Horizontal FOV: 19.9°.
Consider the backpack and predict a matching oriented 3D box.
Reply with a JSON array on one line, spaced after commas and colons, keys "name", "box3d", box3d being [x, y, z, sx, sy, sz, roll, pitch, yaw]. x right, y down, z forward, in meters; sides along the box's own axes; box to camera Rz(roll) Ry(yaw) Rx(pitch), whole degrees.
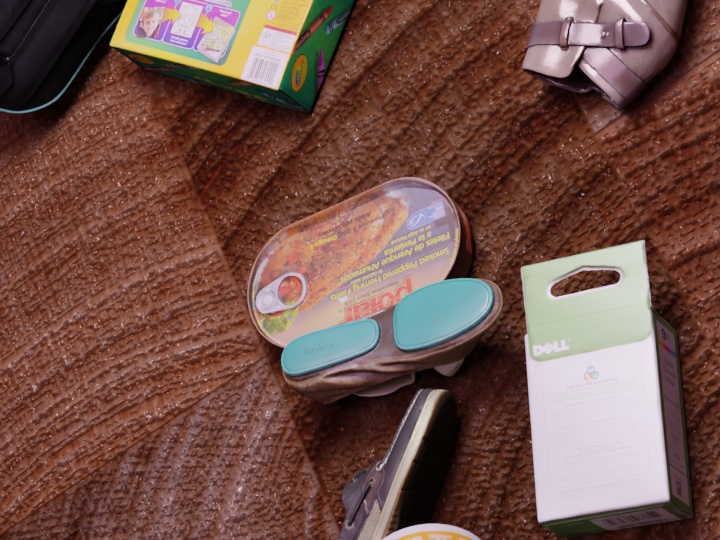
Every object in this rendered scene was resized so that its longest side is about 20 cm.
[{"name": "backpack", "box3d": [-0.317, -0.251, 1.859, 0.153, 0.175, 0.201, 26, 86, 50]}]

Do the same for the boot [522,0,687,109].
[{"name": "boot", "box3d": [0.170, -0.221, 1.637, 0.199, 0.070, 0.147, 29, 91, 34]}]

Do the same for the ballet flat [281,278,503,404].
[{"name": "ballet flat", "box3d": [0.034, 0.063, 1.611, 0.199, 0.072, 0.068, -21, 46, 22]}]

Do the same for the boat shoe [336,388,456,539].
[{"name": "boat shoe", "box3d": [0.015, 0.181, 1.581, 0.066, 0.072, 0.203, 17, 86, 27]}]

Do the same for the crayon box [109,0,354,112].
[{"name": "crayon box", "box3d": [-0.113, -0.222, 1.801, 0.199, 0.058, 0.120, 18, 82, 33]}]

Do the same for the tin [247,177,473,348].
[{"name": "tin", "box3d": [0.000, 0.000, 1.673, 0.199, 0.042, 0.113, -22, 60, 21]}]

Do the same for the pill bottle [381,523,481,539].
[{"name": "pill bottle", "box3d": [0.060, 0.284, 1.452, 0.112, 0.112, 0.201, -36, 31, 14]}]

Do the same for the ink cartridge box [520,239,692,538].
[{"name": "ink cartridge box", "box3d": [0.182, 0.089, 1.526, 0.103, 0.059, 0.202, -13, 67, 25]}]
